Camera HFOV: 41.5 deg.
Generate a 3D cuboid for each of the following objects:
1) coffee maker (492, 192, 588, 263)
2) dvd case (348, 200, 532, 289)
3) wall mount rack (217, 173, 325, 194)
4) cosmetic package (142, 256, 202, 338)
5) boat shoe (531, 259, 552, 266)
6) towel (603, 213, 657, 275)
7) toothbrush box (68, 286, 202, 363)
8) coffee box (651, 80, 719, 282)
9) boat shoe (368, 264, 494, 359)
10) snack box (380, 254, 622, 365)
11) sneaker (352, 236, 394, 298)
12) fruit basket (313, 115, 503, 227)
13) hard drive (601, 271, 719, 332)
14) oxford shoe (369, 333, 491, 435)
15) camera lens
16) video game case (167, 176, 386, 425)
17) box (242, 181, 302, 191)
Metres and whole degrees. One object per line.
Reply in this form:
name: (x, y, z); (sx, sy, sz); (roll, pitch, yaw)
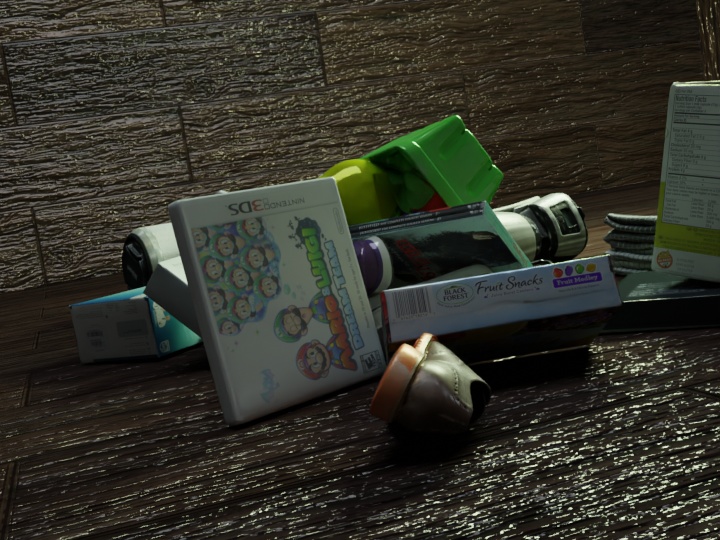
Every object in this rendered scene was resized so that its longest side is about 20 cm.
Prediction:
coffee maker: (0.183, -0.030, 1.317); (0.200, 0.135, 0.192); (-13, 6, -38)
dvd case: (0.071, -0.016, 1.042); (0.200, 0.022, 0.146); (-8, -31, 28)
wall mount rack: (-0.108, -0.052, 1.181); (0.174, 0.075, 0.200); (-10, 36, 24)
cosmetic package: (-0.151, 0.034, 1.182); (0.151, 0.052, 0.200); (38, 21, 11)
boat shoe: (0.186, 0.029, 1.091); (0.074, 0.060, 0.200); (-3, 8, 30)
towel: (0.447, -0.046, 1.311); (0.165, 0.086, 0.200); (-10, 6, -16)
toothbrush box: (-0.279, 0.064, 1.333); (0.146, 0.085, 0.200); (-7, 7, 29)
coffee box: (0.443, -0.090, 0.969); (0.200, 0.198, 0.200); (12, 15, 44)
boat shoe: (0.061, 0.056, 0.984); (0.200, 0.074, 0.065); (-25, 43, -5)
snack box: (0.120, 0.044, 0.862); (0.200, 0.053, 0.142); (-9, -16, 0)
sneaker: (-0.044, 0.029, 1.029); (0.087, 0.076, 0.200); (-9, -28, -28)
fruit basket: (0.030, -0.077, 1.087); (0.216, 0.156, 0.216); (-37, 13, 10)
hard drive: (0.339, 0.027, 1.021); (0.139, 0.033, 0.200); (-6, 7, 26)
oxford shoe: (0.059, 0.095, 0.722); (0.073, 0.071, 0.200); (26, 6, 10)
camera lens: (-0.345, -0.014, 1.828); (0.200, 0.160, 0.160); (-12, 7, -33)
video game case: (-0.070, 0.021, 0.874); (0.182, 0.200, 0.024); (-14, -2, -41)
box: (-0.150, -0.049, 1.683); (0.097, 0.200, 0.176); (-11, 5, -17)
